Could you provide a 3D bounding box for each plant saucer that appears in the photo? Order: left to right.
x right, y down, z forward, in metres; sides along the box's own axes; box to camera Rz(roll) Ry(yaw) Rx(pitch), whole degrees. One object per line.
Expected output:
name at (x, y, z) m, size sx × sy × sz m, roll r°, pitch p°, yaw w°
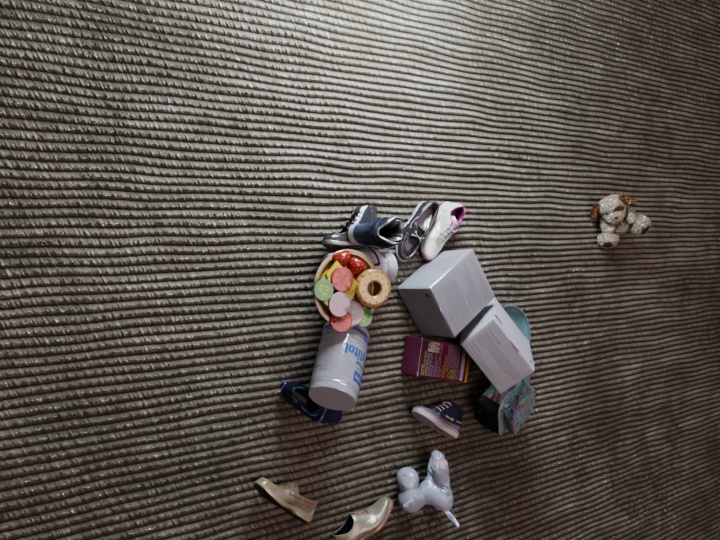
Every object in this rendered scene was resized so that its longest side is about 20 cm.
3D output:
plant saucer at (0.477, 0.216, 1.990) m, size 0.195 × 0.036 × 0.207 m, roll 0°, pitch 89°, yaw -32°

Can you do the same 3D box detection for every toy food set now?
toy food set at (-0.029, 0.051, 1.532) m, size 0.200 × 0.048 × 0.199 m, roll 45°, pitch 73°, yaw -21°

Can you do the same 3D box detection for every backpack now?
backpack at (0.468, 0.398, 1.911) m, size 0.201 × 0.148 × 0.180 m, roll -51°, pitch 145°, yaw -28°

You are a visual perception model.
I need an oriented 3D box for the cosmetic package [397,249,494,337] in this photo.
cosmetic package at (0.249, 0.063, 1.770) m, size 0.199 × 0.165 × 0.170 m, roll -38°, pitch 108°, yaw -27°

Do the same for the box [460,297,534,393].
box at (0.406, 0.216, 1.812) m, size 0.130 × 0.200 × 0.200 m, roll -37°, pitch 98°, yaw 20°

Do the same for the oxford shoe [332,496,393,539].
oxford shoe at (0.009, 0.688, 1.670) m, size 0.199 × 0.070 × 0.075 m, roll -39°, pitch 106°, yaw -27°

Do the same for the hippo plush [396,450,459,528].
hippo plush at (0.182, 0.638, 1.763) m, size 0.156 × 0.160 × 0.206 m, roll -10°, pitch 79°, yaw -1°

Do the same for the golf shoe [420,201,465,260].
golf shoe at (0.247, -0.122, 1.814) m, size 0.075 × 0.091 × 0.203 m, roll 36°, pitch 73°, yaw -28°

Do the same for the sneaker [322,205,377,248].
sneaker at (-0.029, -0.119, 1.655) m, size 0.196 × 0.074 × 0.110 m, roll -7°, pitch 90°, yaw -42°

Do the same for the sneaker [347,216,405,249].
sneaker at (0.085, -0.099, 1.612) m, size 0.199 × 0.144 × 0.079 m, roll -6°, pitch 91°, yaw -44°

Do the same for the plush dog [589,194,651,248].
plush dog at (0.940, -0.207, 2.228) m, size 0.172 × 0.197 × 0.163 m, roll 48°, pitch 33°, yaw -32°

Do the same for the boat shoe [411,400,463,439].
boat shoe at (0.234, 0.424, 1.820) m, size 0.199 × 0.074 × 0.095 m, roll 39°, pitch 63°, yaw -34°

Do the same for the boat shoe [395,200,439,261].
boat shoe at (0.170, -0.118, 1.782) m, size 0.074 × 0.060 × 0.202 m, roll 42°, pitch 69°, yaw -26°

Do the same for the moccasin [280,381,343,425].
moccasin at (-0.122, 0.356, 1.588) m, size 0.197 × 0.068 × 0.082 m, roll 29°, pitch 75°, yaw -29°

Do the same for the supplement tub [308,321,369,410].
supplement tub at (-0.053, 0.238, 1.563) m, size 0.131 × 0.131 × 0.204 m, roll 33°, pitch 50°, yaw -27°

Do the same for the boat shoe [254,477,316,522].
boat shoe at (-0.188, 0.572, 1.548) m, size 0.200 × 0.071 × 0.066 m, roll 45°, pitch 59°, yaw -27°

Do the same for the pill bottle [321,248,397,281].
pill bottle at (0.000, 0.000, 1.643) m, size 0.196 × 0.110 × 0.115 m, roll -8°, pitch 94°, yaw -32°

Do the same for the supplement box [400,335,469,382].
supplement box at (0.225, 0.263, 1.799) m, size 0.196 × 0.085 × 0.114 m, roll 13°, pitch 83°, yaw -32°
